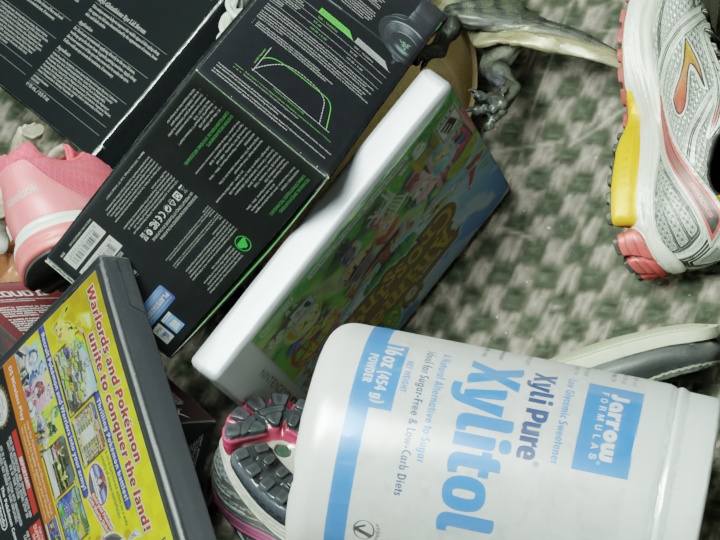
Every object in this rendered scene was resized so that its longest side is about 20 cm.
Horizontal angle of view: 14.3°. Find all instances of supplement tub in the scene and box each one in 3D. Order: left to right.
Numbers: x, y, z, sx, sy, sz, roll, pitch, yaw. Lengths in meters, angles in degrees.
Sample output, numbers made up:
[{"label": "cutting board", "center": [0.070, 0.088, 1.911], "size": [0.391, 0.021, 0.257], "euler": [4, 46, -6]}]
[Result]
[{"label": "supplement tub", "center": [0.071, 0.106, 1.427], "size": [0.199, 0.132, 0.132], "euler": [10, 64, 7]}]

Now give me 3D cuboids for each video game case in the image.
[{"label": "video game case", "center": [-0.154, 0.124, 1.538], "size": [0.181, 0.025, 0.200], "euler": [-43, 54, 38]}, {"label": "video game case", "center": [0.000, 0.000, 1.576], "size": [0.022, 0.182, 0.200], "euler": [36, 85, 20]}]

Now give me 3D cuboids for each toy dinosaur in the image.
[{"label": "toy dinosaur", "center": [0.073, -0.132, 1.658], "size": [0.200, 0.048, 0.088], "euler": [27, 54, 27]}]

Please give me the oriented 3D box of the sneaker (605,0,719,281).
[{"label": "sneaker", "center": [0.189, -0.090, 1.576], "size": [0.082, 0.078, 0.201], "euler": [-7, 66, 27]}]

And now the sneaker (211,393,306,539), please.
[{"label": "sneaker", "center": [-0.001, 0.155, 1.523], "size": [0.081, 0.075, 0.200], "euler": [-29, 67, -33]}]

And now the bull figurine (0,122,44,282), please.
[{"label": "bull figurine", "center": [-0.209, -0.013, 1.783], "size": [0.065, 0.122, 0.200], "euler": [-12, 36, -16]}]

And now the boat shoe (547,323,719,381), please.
[{"label": "boat shoe", "center": [0.105, 0.080, 1.534], "size": [0.200, 0.072, 0.068], "euler": [-23, 88, 13]}]

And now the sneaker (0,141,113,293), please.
[{"label": "sneaker", "center": [-0.148, -0.036, 1.689], "size": [0.074, 0.200, 0.087], "euler": [-29, 75, 17]}]

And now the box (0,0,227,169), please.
[{"label": "box", "center": [-0.158, -0.148, 1.856], "size": [0.141, 0.079, 0.200], "euler": [-52, 45, 0]}]

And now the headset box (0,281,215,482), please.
[{"label": "headset box", "center": [-0.180, 0.106, 1.657], "size": [0.200, 0.077, 0.149], "euler": [38, 120, 43]}]

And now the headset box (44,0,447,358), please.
[{"label": "headset box", "center": [-0.059, -0.078, 1.587], "size": [0.174, 0.093, 0.200], "euler": [-47, 6, 38]}]

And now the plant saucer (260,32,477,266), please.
[{"label": "plant saucer", "center": [-0.008, -0.082, 1.732], "size": [0.200, 0.035, 0.201], "euler": [-19, 52, 26]}]

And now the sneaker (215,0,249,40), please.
[{"label": "sneaker", "center": [-0.061, -0.139, 1.732], "size": [0.073, 0.071, 0.200], "euler": [28, 80, 43]}]
